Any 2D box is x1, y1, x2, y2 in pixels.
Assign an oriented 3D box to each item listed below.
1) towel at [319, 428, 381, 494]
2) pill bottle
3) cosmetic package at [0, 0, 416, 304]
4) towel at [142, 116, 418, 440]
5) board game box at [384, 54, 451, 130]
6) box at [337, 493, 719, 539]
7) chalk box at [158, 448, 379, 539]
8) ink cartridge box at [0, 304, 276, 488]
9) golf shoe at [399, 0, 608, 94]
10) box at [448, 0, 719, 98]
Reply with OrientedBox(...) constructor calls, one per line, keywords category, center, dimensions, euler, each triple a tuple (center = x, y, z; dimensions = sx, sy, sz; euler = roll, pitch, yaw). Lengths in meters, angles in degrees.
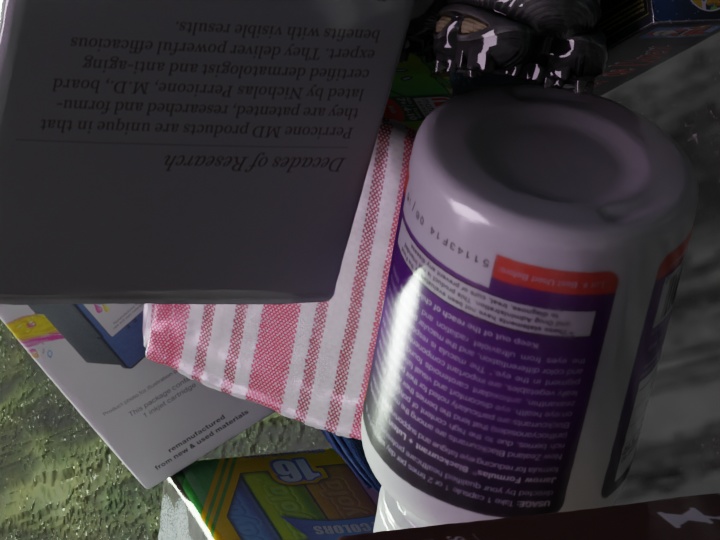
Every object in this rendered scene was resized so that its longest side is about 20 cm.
OrientedBox(category="towel", center=(-0.023, 0.022, 1.363), dimensions=(0.112, 0.049, 0.200), euler=(56, -177, -41))
OrientedBox(category="pill bottle", center=(0.060, 0.037, 1.116), dimensions=(0.111, 0.111, 0.200), euler=(-119, 32, -49))
OrientedBox(category="cosmetic package", center=(-0.091, -0.113, 1.083), dimensions=(0.167, 0.166, 0.200), euler=(52, 134, 48))
OrientedBox(category="towel", center=(0.000, 0.000, 1.224), dimensions=(0.200, 0.030, 0.146), euler=(20, 113, 21))
OrientedBox(category="board game box", center=(-0.003, -0.080, 1.354), dimensions=(0.200, 0.048, 0.102), euler=(-119, 31, -49))
OrientedBox(category="box", center=(0.089, 0.206, 0.998), dimensions=(0.166, 0.164, 0.200), euler=(-141, 50, -63))
OrientedBox(category="chalk box", center=(-0.010, 0.185, 1.324), dimensions=(0.200, 0.124, 0.125), euler=(-128, 40, -55))
OrientedBox(category="ink cartridge box", center=(-0.132, -0.018, 1.346), dimensions=(0.200, 0.087, 0.145), euler=(55, -174, -35))
OrientedBox(category="golf shoe", center=(0.039, -0.123, 1.101), dimensions=(0.200, 0.078, 0.095), euler=(16, 101, 60))
OrientedBox(category="box", center=(0.082, -0.141, 1.125), dimensions=(0.200, 0.038, 0.137), euler=(155, 110, -68))
